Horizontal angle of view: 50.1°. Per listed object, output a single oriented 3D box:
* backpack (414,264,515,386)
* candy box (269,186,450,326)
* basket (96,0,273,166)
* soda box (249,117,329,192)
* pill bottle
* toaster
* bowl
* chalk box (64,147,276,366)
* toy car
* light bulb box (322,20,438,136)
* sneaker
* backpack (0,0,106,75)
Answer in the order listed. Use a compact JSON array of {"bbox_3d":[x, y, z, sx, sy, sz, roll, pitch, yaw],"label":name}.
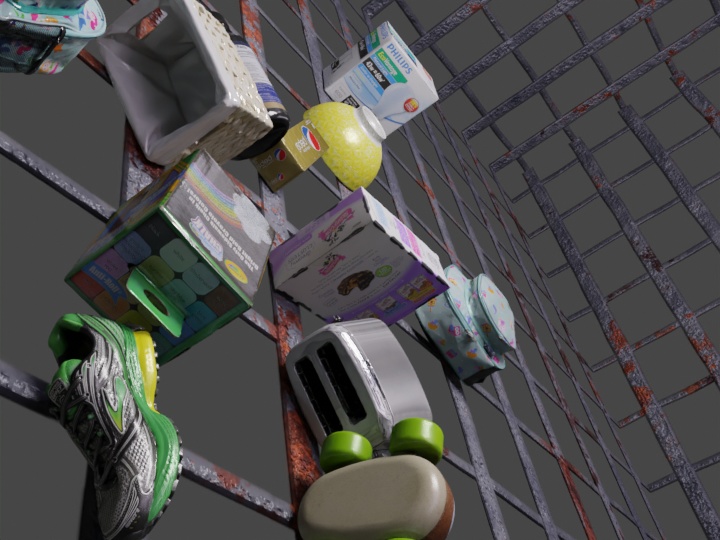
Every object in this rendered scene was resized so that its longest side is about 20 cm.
[{"bbox_3d":[0.194,0.089,1.444,0.200,0.153,0.176,45,27,-13],"label":"backpack"},{"bbox_3d":[0.000,0.000,1.072,0.200,0.168,0.072,38,26,-44],"label":"candy box"},{"bbox_3d":[-0.217,-0.234,0.972,0.200,0.135,0.123,63,16,19],"label":"basket"},{"bbox_3d":[-0.112,-0.193,1.265,0.068,0.064,0.200,54,20,-10],"label":"soda box"},{"bbox_3d":[-0.192,-0.270,1.118,0.200,0.112,0.112,61,19,12],"label":"pill bottle"},{"bbox_3d":[-0.006,0.136,0.929,0.129,0.114,0.200,7,55,-63],"label":"toaster"},{"bbox_3d":[-0.013,-0.269,1.562,0.200,0.108,0.200,49,20,-25],"label":"bowl"},{"bbox_3d":[-0.176,-0.005,0.724,0.124,0.124,0.200,51,21,-20],"label":"chalk box"},{"bbox_3d":[0.043,0.282,0.789,0.200,0.158,0.164,59,27,-34],"label":"toy car"},{"bbox_3d":[0.047,-0.447,1.848,0.198,0.200,0.125,44,22,-32],"label":"light bulb box"},{"bbox_3d":[-0.195,0.116,0.577,0.085,0.078,0.200,25,27,-45],"label":"sneaker"},{"bbox_3d":[-0.340,-0.283,0.740,0.178,0.151,0.200,56,14,2],"label":"backpack"}]
